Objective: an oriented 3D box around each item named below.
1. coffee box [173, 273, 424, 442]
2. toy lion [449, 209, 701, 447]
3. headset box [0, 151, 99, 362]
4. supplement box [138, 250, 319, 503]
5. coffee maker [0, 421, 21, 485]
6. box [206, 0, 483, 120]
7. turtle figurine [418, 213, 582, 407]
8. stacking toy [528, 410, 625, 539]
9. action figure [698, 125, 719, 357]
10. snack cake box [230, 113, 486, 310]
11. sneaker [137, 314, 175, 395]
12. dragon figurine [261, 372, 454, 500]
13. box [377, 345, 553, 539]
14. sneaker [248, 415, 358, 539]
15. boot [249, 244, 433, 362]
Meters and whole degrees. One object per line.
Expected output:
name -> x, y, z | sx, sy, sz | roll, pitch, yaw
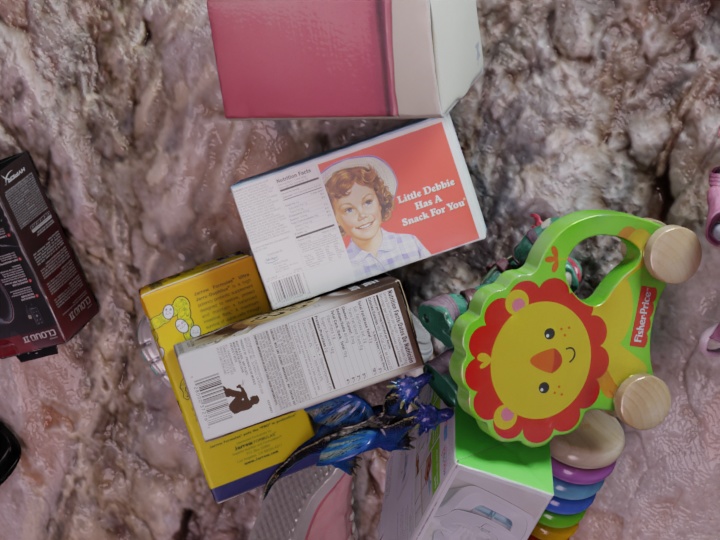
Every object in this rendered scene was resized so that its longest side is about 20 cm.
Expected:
coffee box -> -0.055, 0.072, 1.498 | 0.198, 0.113, 0.081 | -19, 95, -7
toy lion -> 0.169, 0.047, 1.433 | 0.190, 0.069, 0.202 | 9, 97, -20
headset box -> -0.363, 0.002, 1.727 | 0.147, 0.075, 0.202 | -14, 108, 27
supplement box -> -0.121, 0.095, 1.602 | 0.109, 0.109, 0.202 | -20, 95, -7
coffee maker -> -0.451, 0.242, 1.864 | 0.191, 0.135, 0.200 | 30, 126, -22
box -> -0.010, -0.196, 1.456 | 0.198, 0.128, 0.110 | 1, 114, 21
turtle figurine -> 0.142, 0.030, 1.495 | 0.100, 0.199, 0.151 | 17, 129, 57
stacking toy -> 0.180, 0.218, 1.615 | 0.085, 0.085, 0.201 | 21, 125, 11
action figure -> 0.334, -0.036, 1.434 | 0.202, 0.133, 0.149 | 68, 159, -5
snack cake box -> 0.000, -0.054, 1.513 | 0.198, 0.067, 0.116 | -18, 96, 7
sneaker -> -0.129, 0.110, 1.688 | 0.091, 0.078, 0.201 | -33, 101, 26
dragon figurine -> -0.011, 0.140, 1.504 | 0.198, 0.099, 0.059 | -18, 72, 11
box -> 0.089, 0.183, 1.549 | 0.096, 0.201, 0.178 | 18, 121, -9
sneaker -> -0.036, 0.217, 1.710 | 0.075, 0.104, 0.202 | 26, 94, 36
boot -> 0.000, 0.000, 1.583 | 0.199, 0.074, 0.096 | 34, 115, -4
